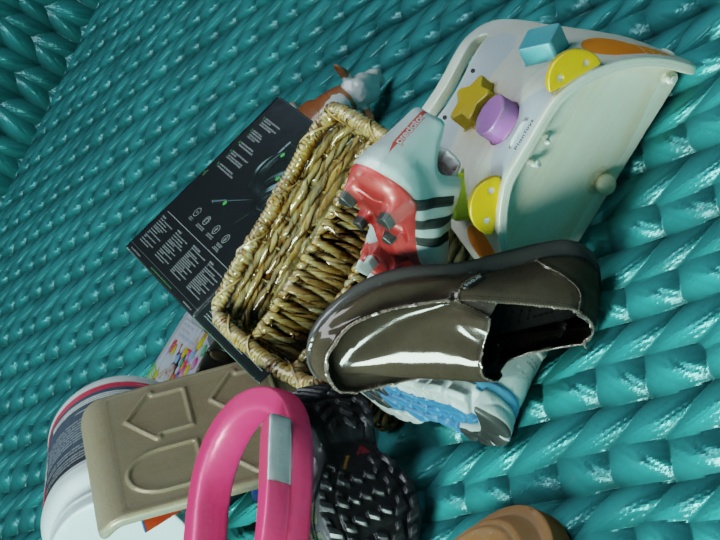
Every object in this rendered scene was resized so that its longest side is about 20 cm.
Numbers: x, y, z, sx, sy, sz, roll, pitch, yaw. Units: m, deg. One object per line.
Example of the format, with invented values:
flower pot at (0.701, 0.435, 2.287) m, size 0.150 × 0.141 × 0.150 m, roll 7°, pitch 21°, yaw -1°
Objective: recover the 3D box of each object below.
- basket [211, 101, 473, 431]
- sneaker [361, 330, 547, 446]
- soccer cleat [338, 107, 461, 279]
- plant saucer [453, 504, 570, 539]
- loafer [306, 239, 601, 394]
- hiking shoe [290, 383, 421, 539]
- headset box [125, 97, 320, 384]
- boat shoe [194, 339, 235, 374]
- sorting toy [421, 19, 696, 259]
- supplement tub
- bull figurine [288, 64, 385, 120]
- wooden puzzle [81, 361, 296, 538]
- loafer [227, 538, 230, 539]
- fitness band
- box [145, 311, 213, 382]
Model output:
basket at (0.000, 0.000, 1.729) m, size 0.200 × 0.149 × 0.143 m, roll -58°, pitch 18°, yaw 6°
sneaker at (0.055, 0.058, 1.600) m, size 0.200 × 0.075 × 0.087 m, roll 16°, pitch 63°, yaw 49°
soccer cleat at (0.036, -0.038, 1.545) m, size 0.085 × 0.069 × 0.200 m, roll -53°, pitch -21°, yaw -14°
plant saucer at (0.059, 0.231, 1.408) m, size 0.200 × 0.032 × 0.201 m, roll -51°, pitch 21°, yaw 28°
loafer at (0.062, 0.036, 1.498) m, size 0.199 × 0.073 × 0.071 m, roll -18°, pitch 40°, yaw 3°
hiking shoe at (-0.005, 0.172, 1.631) m, size 0.200 × 0.075 × 0.101 m, roll -107°, pitch 16°, yaw -50°
headset box at (-0.071, -0.034, 1.935) m, size 0.200 × 0.093 × 0.174 m, roll -45°, pitch 32°, yaw -4°
boat shoe at (-0.096, 0.077, 2.017) m, size 0.074 × 0.075 × 0.200 m, roll 116°, pitch 178°, yaw -58°
sorting toy at (0.101, -0.099, 1.609) m, size 0.200 × 0.107 × 0.180 m, roll -59°, pitch 34°, yaw 5°
supplement tub at (-0.201, 0.193, 1.997) m, size 0.141 × 0.140 × 0.200 m, roll -54°, pitch 19°, yaw 20°
bull figurine at (-0.049, -0.106, 2.164) m, size 0.200 × 0.065 × 0.121 m, roll -61°, pitch 14°, yaw -7°
wooden puzzle at (-0.121, 0.141, 1.875) m, size 0.199 × 0.046 × 0.185 m, roll -19°, pitch 29°, yaw -2°
loafer at (-0.076, 0.254, 1.692) m, size 0.070 × 0.075 × 0.200 m, roll -50°, pitch 29°, yaw 15°
fitness band at (-0.080, 0.175, 1.626) m, size 0.144 × 0.037 × 0.201 m, roll -41°, pitch 38°, yaw 51°
box at (-0.152, 0.090, 2.184) m, size 0.200 × 0.041 × 0.156 m, roll -58°, pitch 18°, yaw 11°
